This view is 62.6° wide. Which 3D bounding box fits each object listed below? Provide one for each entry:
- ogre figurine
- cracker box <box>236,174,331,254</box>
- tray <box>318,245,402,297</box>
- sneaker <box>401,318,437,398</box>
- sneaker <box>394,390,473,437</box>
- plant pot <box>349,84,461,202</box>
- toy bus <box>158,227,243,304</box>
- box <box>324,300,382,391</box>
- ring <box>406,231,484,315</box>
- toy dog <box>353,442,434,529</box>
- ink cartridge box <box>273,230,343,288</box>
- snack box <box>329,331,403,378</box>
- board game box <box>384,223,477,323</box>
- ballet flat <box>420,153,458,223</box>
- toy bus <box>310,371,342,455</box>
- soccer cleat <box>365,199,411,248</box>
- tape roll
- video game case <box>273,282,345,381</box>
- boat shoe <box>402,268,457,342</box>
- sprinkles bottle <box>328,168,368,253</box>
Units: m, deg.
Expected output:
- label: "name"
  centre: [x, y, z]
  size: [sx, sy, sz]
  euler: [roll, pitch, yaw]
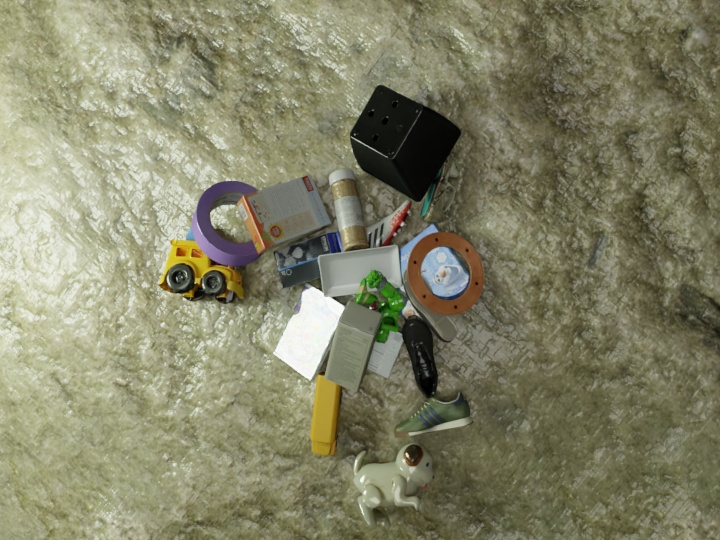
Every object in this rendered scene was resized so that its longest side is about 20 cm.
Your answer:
- label: "ogre figurine"
  centre: [0.035, 0.103, 1.420]
  size: [0.118, 0.098, 0.204]
  euler: [22, 98, -10]
- label: "cracker box"
  centre: [-0.185, -0.139, 1.450]
  size: [0.197, 0.057, 0.136]
  euler: [-23, 88, -32]
- label: "tray"
  centre: [0.000, 0.000, 1.441]
  size: [0.195, 0.022, 0.110]
  euler: [-7, 108, 0]
- label: "sneaker"
  centre: [0.152, 0.213, 1.429]
  size: [0.074, 0.091, 0.204]
  euler: [-17, 107, 5]
- label: "sneaker"
  centre: [0.174, 0.352, 1.467]
  size: [0.195, 0.067, 0.092]
  euler: [-12, 82, 5]
- label: "plant pot"
  centre: [0.089, -0.314, 1.384]
  size: [0.198, 0.177, 0.202]
  euler: [34, 93, 25]
- label: "toy bus"
  centre: [-0.389, -0.022, 1.499]
  size: [0.195, 0.136, 0.197]
  euler: [6, 75, 4]
- label: "box"
  centre: [-0.018, 0.180, 1.389]
  size: [0.093, 0.078, 0.203]
  euler: [22, 130, 7]
- label: "ring"
  centre: [0.203, 0.007, 1.418]
  size: [0.195, 0.019, 0.206]
  euler: [3, 77, -13]
- label: "toy dog"
  centre: [0.093, 0.509, 1.452]
  size: [0.198, 0.140, 0.195]
  euler: [-35, 50, 7]
- label: "ink cartridge box"
  centre: [-0.117, -0.029, 1.487]
  size: [0.196, 0.039, 0.102]
  euler: [-18, 87, 16]
- label: "snack box"
  centre: [0.004, 0.174, 1.493]
  size: [0.197, 0.037, 0.118]
  euler: [25, 91, 5]
- label: "board game box"
  centre: [0.160, 0.025, 1.474]
  size: [0.199, 0.043, 0.201]
  euler: [-37, 86, 5]
- label: "ballet flat"
  centre: [0.203, -0.215, 1.461]
  size: [0.074, 0.068, 0.205]
  euler: [13, 88, -14]
- label: "toy bus"
  centre: [-0.084, 0.360, 1.482]
  size: [0.063, 0.078, 0.205]
  euler: [7, 91, 6]
- label: "soccer cleat"
  centre: [0.053, -0.101, 1.473]
  size: [0.085, 0.069, 0.202]
  euler: [36, 98, 9]
- label: "tape roll"
  centre: [-0.311, -0.116, 1.457]
  size: [0.196, 0.066, 0.205]
  euler: [10, 64, -21]
- label: "video game case"
  centre: [-0.127, 0.152, 1.488]
  size: [0.142, 0.018, 0.203]
  euler: [28, 93, 32]
- label: "boat shoe"
  centre: [0.158, 0.088, 1.427]
  size: [0.066, 0.057, 0.202]
  euler: [-33, 85, -18]
- label: "sprinkles bottle"
  centre: [-0.029, -0.145, 1.454]
  size: [0.067, 0.068, 0.205]
  euler: [-13, 73, 6]
